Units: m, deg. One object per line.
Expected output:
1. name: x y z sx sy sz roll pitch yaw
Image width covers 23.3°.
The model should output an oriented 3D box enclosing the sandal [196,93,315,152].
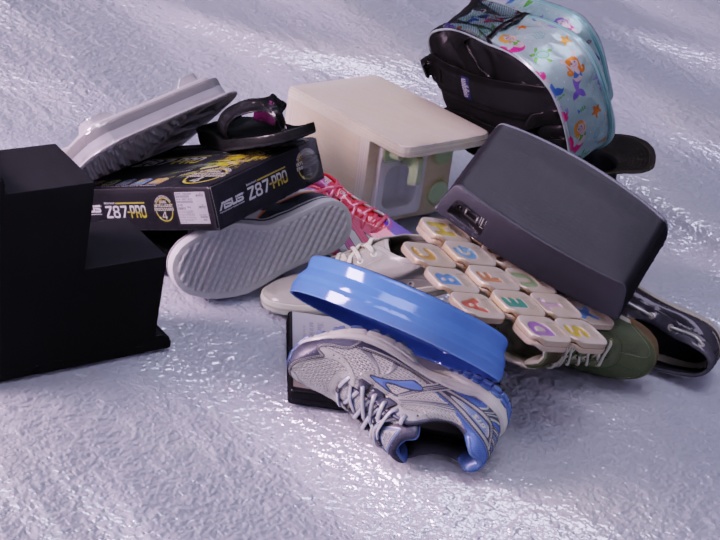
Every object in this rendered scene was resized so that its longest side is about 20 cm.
1. sandal: -0.111 -0.146 1.705 0.075 0.048 0.200 -18 14 -27

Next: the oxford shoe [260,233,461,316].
1. oxford shoe: 0.000 0.000 1.666 0.198 0.058 0.075 -10 28 6

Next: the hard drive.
1. hard drive: 0.185 -0.053 1.638 0.199 0.042 0.135 32 53 9

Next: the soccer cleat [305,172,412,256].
1. soccer cleat: -0.022 -0.058 1.793 0.198 0.077 0.067 21 29 18

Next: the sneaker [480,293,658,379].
1. sneaker: 0.182 0.069 1.632 0.198 0.068 0.090 19 25 1

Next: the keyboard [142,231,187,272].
1. keyboard: -0.190 -0.049 1.773 0.126 0.021 0.201 2 29 -7

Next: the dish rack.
1. dish rack: -0.233 -0.133 1.745 0.199 0.171 0.044 -31 89 -41

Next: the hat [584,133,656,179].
1. hat: 0.232 -0.095 1.959 0.198 0.082 0.201 -3 19 1

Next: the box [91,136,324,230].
1. box: -0.159 -0.083 1.703 0.199 0.050 0.161 1 18 41

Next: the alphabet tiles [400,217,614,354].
1. alphabet tiles: 0.137 0.012 1.591 0.194 0.015 0.200 5 31 -40

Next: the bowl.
1. bowl: 0.036 0.040 1.514 0.199 0.040 0.201 23 -6 3

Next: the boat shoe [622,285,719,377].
1. boat shoe: 0.256 0.052 1.701 0.198 0.073 0.063 19 25 5

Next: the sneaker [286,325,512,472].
1. sneaker: 0.029 0.113 1.482 0.198 0.077 0.086 18 49 3

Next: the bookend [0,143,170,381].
1. bookend: -0.257 -0.023 1.499 0.197 0.202 0.092 -11 35 -35

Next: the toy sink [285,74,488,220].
1. toy sink: 0.025 -0.124 1.898 0.130 0.113 0.199 -13 32 -39

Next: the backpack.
1. backpack: 0.185 -0.195 1.869 0.150 0.179 0.200 -32 35 -20

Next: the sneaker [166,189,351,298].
1. sneaker: -0.110 -0.028 1.702 0.199 0.079 0.079 -16 24 -31

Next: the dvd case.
1. dvd case: 0.030 0.091 1.596 0.198 0.018 0.143 8 27 -7
